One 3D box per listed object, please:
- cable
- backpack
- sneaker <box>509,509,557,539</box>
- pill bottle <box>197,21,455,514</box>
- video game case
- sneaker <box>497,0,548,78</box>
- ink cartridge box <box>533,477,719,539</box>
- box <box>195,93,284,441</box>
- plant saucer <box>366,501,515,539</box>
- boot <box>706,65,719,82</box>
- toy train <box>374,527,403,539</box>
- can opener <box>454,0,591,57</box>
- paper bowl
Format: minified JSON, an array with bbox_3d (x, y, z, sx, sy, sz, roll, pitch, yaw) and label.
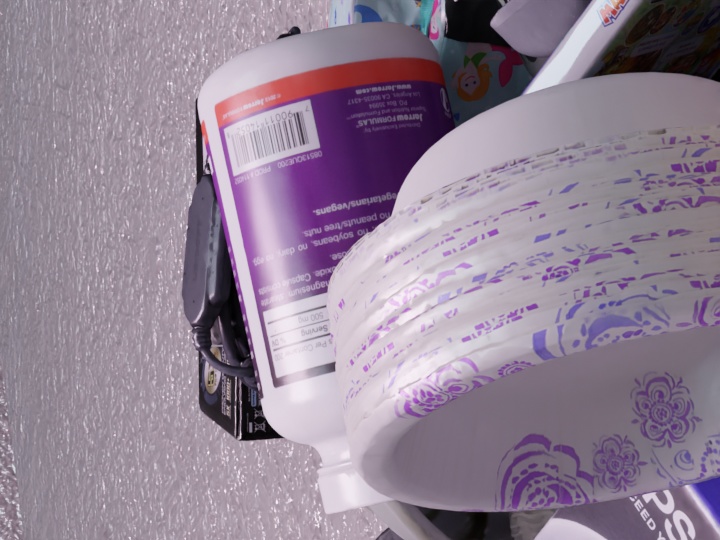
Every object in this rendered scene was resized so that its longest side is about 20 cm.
[{"bbox_3d":[-0.032,-0.031,1.029,0.050,0.163,0.202,-2,80,32],"label":"cable"},{"bbox_3d":[0.053,-0.096,0.982,0.178,0.149,0.201,-82,-4,-50],"label":"backpack"},{"bbox_3d":[0.103,0.063,0.957,0.201,0.069,0.100,72,-161,-45],"label":"sneaker"},{"bbox_3d":[0.000,0.000,0.838,0.112,0.111,0.202,153,106,-68],"label":"pill bottle"},{"bbox_3d":[0.139,-0.123,0.689,0.018,0.143,0.200,47,124,16],"label":"video game case"},{"bbox_3d":[0.036,-0.162,0.807,0.201,0.082,0.071,58,162,-11],"label":"sneaker"},{"bbox_3d":[0.165,0.150,0.777,0.199,0.043,0.201,55,147,21],"label":"ink cartridge box"},{"bbox_3d":[-0.012,-0.008,1.153,0.086,0.162,0.202,-159,67,-68],"label":"box"},{"bbox_3d":[0.016,0.070,0.992,0.050,0.200,0.202,-28,58,22],"label":"plant saucer"},{"bbox_3d":[0.150,0.017,0.844,0.165,0.065,0.202,115,152,-71],"label":"boot"},{"bbox_3d":[0.074,0.211,1.005,0.114,0.085,0.201,46,-170,-40],"label":"toy train"},{"bbox_3d":[0.095,-0.137,0.685,0.067,0.053,0.200,47,152,-5],"label":"can opener"},{"bbox_3d":[0.087,0.006,0.660,0.201,0.199,0.105,124,141,-58],"label":"paper bowl"}]
